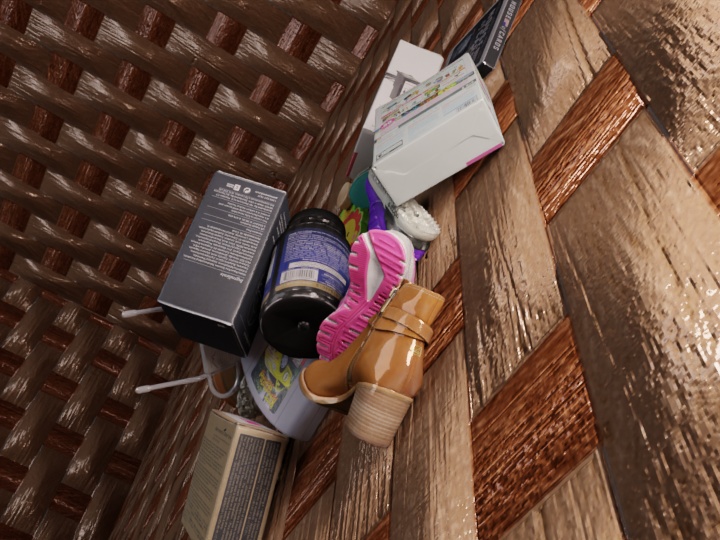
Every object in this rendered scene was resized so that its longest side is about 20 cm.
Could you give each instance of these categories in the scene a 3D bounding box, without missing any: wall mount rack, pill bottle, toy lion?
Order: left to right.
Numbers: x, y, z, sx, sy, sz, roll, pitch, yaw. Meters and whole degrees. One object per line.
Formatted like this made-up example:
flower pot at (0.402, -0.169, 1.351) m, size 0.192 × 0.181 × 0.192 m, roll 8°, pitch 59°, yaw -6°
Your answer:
wall mount rack at (-0.255, 0.102, 1.121) m, size 0.074 × 0.173 × 0.202 m, roll 2°, pitch 104°, yaw 41°
pill bottle at (-0.065, 0.009, 0.973) m, size 0.112 × 0.111 × 0.201 m, roll -53°, pitch 20°, yaw 34°
toy lion at (-0.031, -0.036, 1.250) m, size 0.200 × 0.068 × 0.193 m, roll -50°, pitch 24°, yaw 43°

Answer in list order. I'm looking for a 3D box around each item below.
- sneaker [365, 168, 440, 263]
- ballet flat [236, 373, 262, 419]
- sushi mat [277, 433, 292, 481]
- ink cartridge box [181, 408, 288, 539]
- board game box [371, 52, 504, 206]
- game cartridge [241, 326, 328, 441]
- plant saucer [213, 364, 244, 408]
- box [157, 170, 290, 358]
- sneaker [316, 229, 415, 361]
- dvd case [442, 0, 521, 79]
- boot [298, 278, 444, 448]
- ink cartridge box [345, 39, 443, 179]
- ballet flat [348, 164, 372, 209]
sneaker at (0.032, -0.057, 0.952) m, size 0.100 × 0.069 × 0.200 m, roll -64°, pitch 21°, yaw 22°
ballet flat at (-0.145, 0.166, 1.154) m, size 0.072 × 0.071 × 0.201 m, roll -84°, pitch 8°, yaw -60°
sushi mat at (-0.146, 0.301, 1.078) m, size 0.200 × 0.012 × 0.096 m, roll -51°, pitch 17°, yaw 40°
ink cartridge box at (-0.173, 0.283, 1.000) m, size 0.200 × 0.075 × 0.166 m, roll 167°, pitch 120°, yaw -69°
board game box at (0.091, -0.179, 0.917) m, size 0.147 × 0.064 × 0.200 m, roll -28°, pitch 26°, yaw 18°
game cartridge at (-0.098, 0.132, 1.014) m, size 0.200 × 0.041 × 0.134 m, roll 45°, pitch 112°, yaw 51°
plant saucer at (-0.189, 0.138, 1.291) m, size 0.032 × 0.201 × 0.201 m, roll -2°, pitch 48°, yaw 25°
box at (-0.178, -0.005, 1.025) m, size 0.149 × 0.106 × 0.201 m, roll 95°, pitch -167°, yaw -67°
sneaker at (0.017, 0.041, 0.852) m, size 0.088 × 0.081 × 0.201 m, roll -29°, pitch -34°, yaw -60°
dvd case at (0.166, -0.318, 1.126) m, size 0.151 × 0.025 × 0.200 m, roll -67°, pitch 13°, yaw -21°
boot at (0.014, 0.079, 0.765) m, size 0.200 × 0.073 × 0.156 m, roll 18°, pitch 85°, yaw 63°
ink cartridge box at (0.057, -0.254, 1.234) m, size 0.145 × 0.083 × 0.201 m, roll 116°, pitch 176°, yaw -62°
ballet flat at (0.059, -0.150, 1.125) m, size 0.071 × 0.069 × 0.200 m, roll -40°, pitch 5°, yaw -36°
